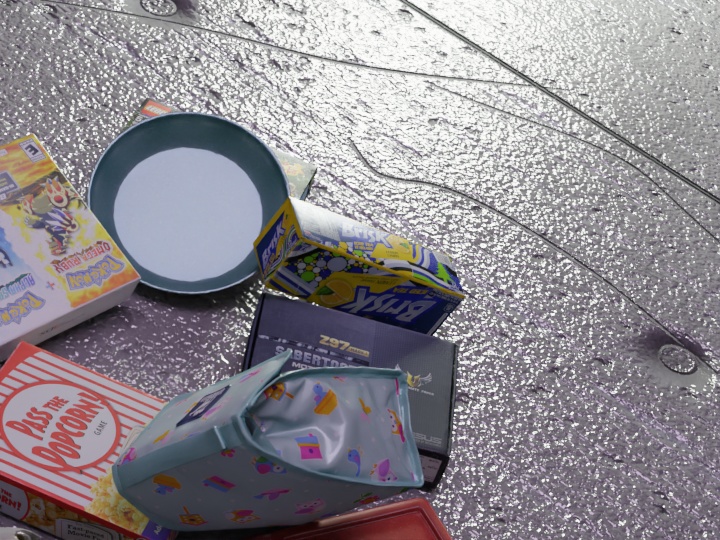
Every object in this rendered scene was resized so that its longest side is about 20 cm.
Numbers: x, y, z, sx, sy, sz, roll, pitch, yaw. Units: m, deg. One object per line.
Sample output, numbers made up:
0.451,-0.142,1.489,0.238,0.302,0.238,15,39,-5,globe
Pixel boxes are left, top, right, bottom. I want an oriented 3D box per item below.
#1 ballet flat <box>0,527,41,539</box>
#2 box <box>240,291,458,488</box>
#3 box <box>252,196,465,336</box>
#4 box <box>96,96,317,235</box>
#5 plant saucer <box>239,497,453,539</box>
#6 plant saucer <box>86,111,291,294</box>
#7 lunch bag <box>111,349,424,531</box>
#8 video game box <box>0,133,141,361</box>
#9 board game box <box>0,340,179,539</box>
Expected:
-0.255,0.239,1.343,0.199,0.069,0.068,29,40,12,ballet flat
-0.012,0.108,1.613,0.199,0.051,0.158,16,38,-5,box
0.000,0.000,1.685,0.199,0.070,0.064,20,34,-32,box
-0.159,-0.096,1.800,0.199,0.038,0.137,22,39,3,box
0.020,0.272,1.447,0.199,0.037,0.200,-9,47,-30,plant saucer
-0.168,-0.061,1.713,0.199,0.036,0.201,3,64,-6,plant saucer
-0.078,0.140,1.395,0.199,0.170,0.123,7,67,-46,lunch bag
-0.330,-0.016,1.585,0.200,0.047,0.182,-28,77,-40,video game box
-0.232,0.156,1.467,0.199,0.046,0.152,22,39,3,board game box
